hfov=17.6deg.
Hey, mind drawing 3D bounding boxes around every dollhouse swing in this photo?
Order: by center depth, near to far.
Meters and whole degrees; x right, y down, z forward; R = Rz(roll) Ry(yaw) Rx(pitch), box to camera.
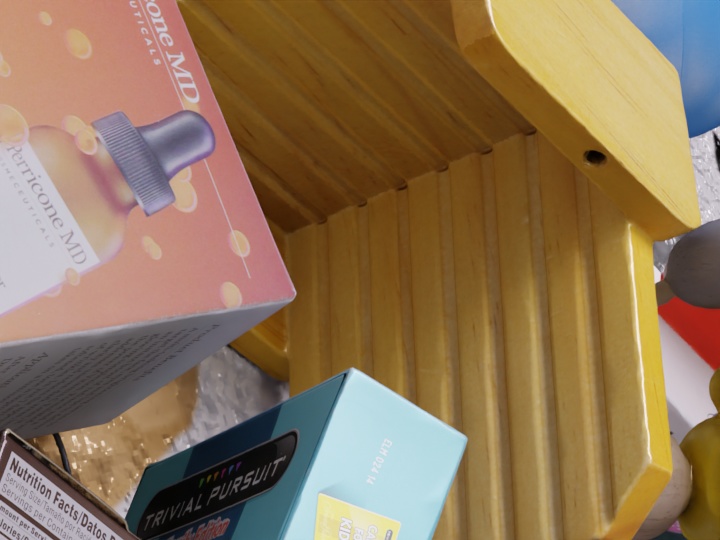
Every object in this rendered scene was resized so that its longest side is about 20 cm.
[{"bbox_3d":[0.000,0.000,0.838,0.182,0.200,0.176,40,45,-34],"label":"dollhouse swing"}]

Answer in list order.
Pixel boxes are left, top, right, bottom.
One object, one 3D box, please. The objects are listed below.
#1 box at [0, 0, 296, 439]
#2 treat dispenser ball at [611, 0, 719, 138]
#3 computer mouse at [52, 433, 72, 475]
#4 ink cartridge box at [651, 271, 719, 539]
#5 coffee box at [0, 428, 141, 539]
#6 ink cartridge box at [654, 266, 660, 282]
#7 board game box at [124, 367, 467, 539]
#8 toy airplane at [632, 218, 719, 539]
[{"bbox_3d":[-0.143,-0.027,0.725,0.200,0.106,0.153,-9,71,-50],"label":"box"},{"bbox_3d":[0.119,-0.156,1.070,0.201,0.201,0.201,27,52,-42],"label":"treat dispenser ball"},{"bbox_3d":[-0.105,0.087,0.810,0.058,0.034,0.201,-3,69,-34],"label":"computer mouse"},{"bbox_3d":[0.170,0.077,1.041,0.200,0.173,0.044,42,43,-31],"label":"ink cartridge box"},{"bbox_3d":[-0.137,0.158,0.656,0.080,0.114,0.200,43,42,-29],"label":"coffee box"},{"bbox_3d":[0.048,0.078,0.932,0.067,0.116,0.200,42,44,-35],"label":"ink cartridge box"},{"bbox_3d":[-0.053,0.141,0.699,0.047,0.151,0.200,31,62,-18],"label":"board game box"},{"bbox_3d":[0.147,0.079,0.843,0.200,0.141,0.200,-87,177,-50],"label":"toy airplane"}]
